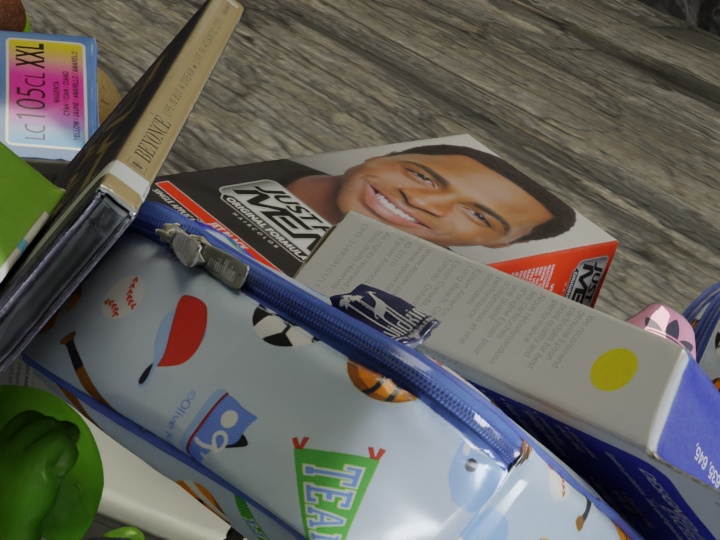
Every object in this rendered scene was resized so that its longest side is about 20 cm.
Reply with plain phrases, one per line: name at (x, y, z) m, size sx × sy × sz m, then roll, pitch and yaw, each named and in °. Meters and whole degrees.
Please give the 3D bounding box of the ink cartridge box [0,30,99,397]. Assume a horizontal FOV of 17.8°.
ink cartridge box at (-0.201, -0.020, 0.838) m, size 0.200 × 0.137 × 0.076 m, roll 3°, pitch 43°, yaw -13°

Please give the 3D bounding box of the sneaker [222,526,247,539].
sneaker at (0.033, 0.140, 0.791) m, size 0.200 × 0.075 × 0.087 m, roll 24°, pitch -11°, yaw 35°

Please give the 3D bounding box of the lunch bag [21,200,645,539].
lunch bag at (-0.003, 0.059, 0.675) m, size 0.160 × 0.076 × 0.200 m, roll 30°, pitch -11°, yaw 40°

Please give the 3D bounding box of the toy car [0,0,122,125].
toy car at (-0.171, -0.052, 1.093) m, size 0.200 × 0.158 × 0.164 m, roll 31°, pitch 6°, yaw 12°

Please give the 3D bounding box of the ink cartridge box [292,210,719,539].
ink cartridge box at (0.097, 0.073, 0.729) m, size 0.200 × 0.047 × 0.198 m, roll 22°, pitch -19°, yaw 42°

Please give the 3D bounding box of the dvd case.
dvd case at (-0.099, -0.003, 0.694) m, size 0.016 × 0.149 × 0.200 m, roll 39°, pitch 20°, yaw -10°

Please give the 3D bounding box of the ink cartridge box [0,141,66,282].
ink cartridge box at (-0.179, 0.051, 0.587) m, size 0.076 × 0.148 × 0.200 m, roll 39°, pitch 45°, yaw -11°

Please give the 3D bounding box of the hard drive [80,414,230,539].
hard drive at (-0.102, 0.052, 0.912) m, size 0.200 × 0.026 × 0.132 m, roll 21°, pitch 38°, yaw 9°

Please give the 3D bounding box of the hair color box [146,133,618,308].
hair color box at (0.000, 0.000, 0.946) m, size 0.200 × 0.061 × 0.101 m, roll -11°, pitch 38°, yaw -44°

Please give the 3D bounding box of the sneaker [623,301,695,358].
sneaker at (0.085, 0.063, 0.959) m, size 0.070 × 0.082 × 0.200 m, roll 35°, pitch -17°, yaw -12°

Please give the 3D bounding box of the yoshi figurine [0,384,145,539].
yoshi figurine at (-0.083, 0.088, 0.705) m, size 0.200 × 0.113 × 0.112 m, roll 17°, pitch 20°, yaw 36°

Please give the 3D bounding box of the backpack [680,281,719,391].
backpack at (0.203, 0.075, 0.975) m, size 0.154 × 0.200 × 0.190 m, roll 9°, pitch 1°, yaw 39°
